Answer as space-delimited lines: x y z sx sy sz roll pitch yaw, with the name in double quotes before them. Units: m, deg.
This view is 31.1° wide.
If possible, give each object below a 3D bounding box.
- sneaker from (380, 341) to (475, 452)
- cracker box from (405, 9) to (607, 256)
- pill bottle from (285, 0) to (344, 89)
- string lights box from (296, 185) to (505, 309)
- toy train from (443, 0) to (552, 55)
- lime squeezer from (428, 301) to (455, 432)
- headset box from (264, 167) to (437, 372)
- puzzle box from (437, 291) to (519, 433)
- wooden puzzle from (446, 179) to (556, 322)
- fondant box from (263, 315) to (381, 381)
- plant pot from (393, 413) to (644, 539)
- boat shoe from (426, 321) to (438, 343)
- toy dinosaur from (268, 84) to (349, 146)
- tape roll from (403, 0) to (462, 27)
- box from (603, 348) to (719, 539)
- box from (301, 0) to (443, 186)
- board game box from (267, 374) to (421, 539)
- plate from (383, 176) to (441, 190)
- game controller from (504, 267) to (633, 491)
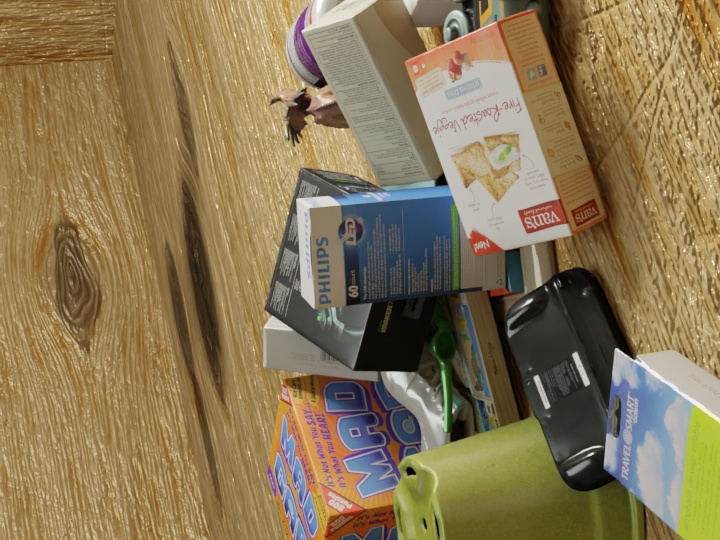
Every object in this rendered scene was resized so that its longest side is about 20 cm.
"sneaker" 0.088 0.144 1.445 0.201 0.075 0.088 66 153 8
"cracker box" 0.132 -0.121 1.189 0.134 0.058 0.201 -14 99 53
"pill bottle" -0.030 -0.299 1.668 0.200 0.112 0.113 159 104 -72
"string lights box" 0.041 -0.026 1.284 0.059 0.199 0.103 -139 45 -70
"toy train" 0.137 -0.231 1.242 0.114 0.085 0.201 15 111 60
"lime squeezer" 0.071 0.076 1.415 0.038 0.071 0.200 31 -153 -57
"headset box" 0.000 0.000 1.415 0.200 0.093 0.175 29 109 50
"puzzle box" 0.120 0.083 1.415 0.133 0.025 0.201 -176 70 -76
"wooden puzzle" 0.139 -0.039 1.359 0.200 0.037 0.186 161 102 -71
"fondant box" -0.024 0.062 1.591 0.200 0.144 0.058 -57 -29 -66
"plant pot" 0.137 0.227 1.221 0.200 0.184 0.201 173 90 -72
"boat shoe" 0.079 0.013 1.515 0.076 0.074 0.201 -36 -59 -61
"toy dinosaur" -0.039 -0.204 1.614 0.200 0.135 0.086 157 113 -78
"tape roll" 0.066 -0.368 1.417 0.202 0.071 0.203 174 90 -72
"box" 0.266 0.149 1.004 0.200 0.047 0.122 -138 44 -58
"box" 0.030 -0.197 1.411 0.095 0.078 0.200 -2 122 49
"board game box" 0.015 0.256 1.576 0.200 0.199 0.200 103 154 -45
"plate" 0.063 -0.129 1.580 0.200 0.025 0.201 175 90 -72
"game controller" 0.196 0.095 1.166 0.104 0.042 0.200 -39 52 31
